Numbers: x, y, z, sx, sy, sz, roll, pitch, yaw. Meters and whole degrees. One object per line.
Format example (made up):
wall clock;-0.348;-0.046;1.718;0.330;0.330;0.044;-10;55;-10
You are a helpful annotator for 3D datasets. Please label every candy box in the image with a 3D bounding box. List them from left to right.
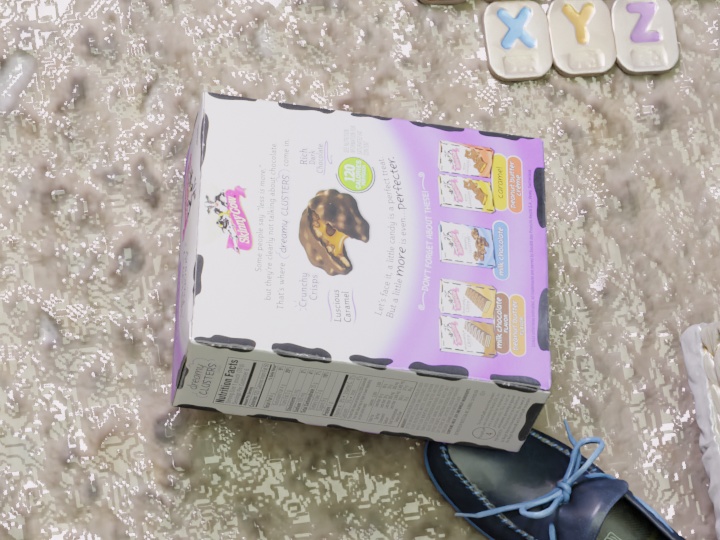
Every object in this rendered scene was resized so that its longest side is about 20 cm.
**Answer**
candy box;0.000;0.000;1.544;0.199;0.072;0.169;8;55;-9

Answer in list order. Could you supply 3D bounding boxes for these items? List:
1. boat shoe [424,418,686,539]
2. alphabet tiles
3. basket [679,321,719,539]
boat shoe;0.131;0.134;1.560;0.199;0.069;0.084;29;72;-3
alphabet tiles;0.123;-0.211;1.678;0.199;0.015;0.197;-3;76;-12
basket;0.309;0.104;1.530;0.197;0.161;0.201;-2;76;-33
